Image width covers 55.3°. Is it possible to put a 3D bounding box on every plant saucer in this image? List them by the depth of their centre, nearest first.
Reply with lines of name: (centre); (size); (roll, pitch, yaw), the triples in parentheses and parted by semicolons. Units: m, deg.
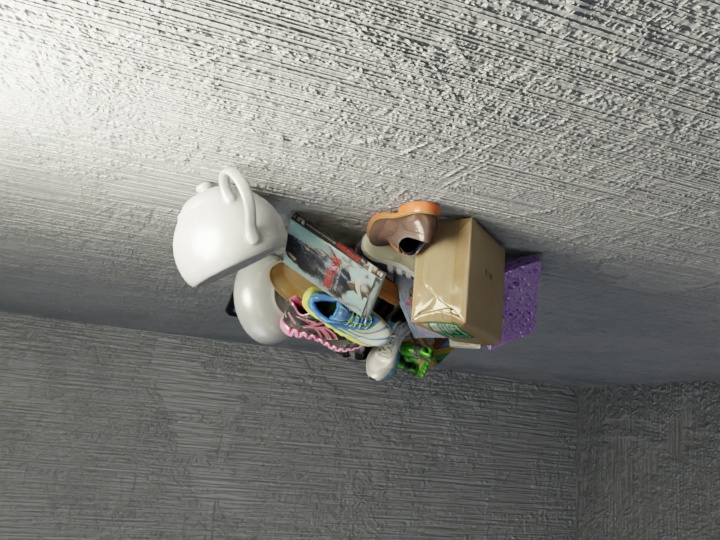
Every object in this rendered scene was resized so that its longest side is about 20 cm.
plant saucer: (0.000, 0.000, 1.363); (0.199, 0.038, 0.200); (33, -177, -2)
plant saucer: (-0.091, 0.025, 1.416); (0.197, 0.036, 0.201); (14, 149, 9)

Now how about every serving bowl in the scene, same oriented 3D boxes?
serving bowl: (-0.185, 0.059, 1.508); (0.065, 0.203, 0.199); (-10, 161, 33)

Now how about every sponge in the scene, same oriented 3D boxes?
sponge: (0.305, 0.066, 1.387); (0.110, 0.030, 0.202); (-18, 130, -11)

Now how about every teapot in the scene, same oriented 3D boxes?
teapot: (-0.220, -0.073, 1.099); (0.198, 0.148, 0.197); (-24, -179, 14)

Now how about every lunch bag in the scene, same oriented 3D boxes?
lunch bag: (0.175, 0.044, 1.449); (0.167, 0.128, 0.201); (-3, 137, 26)

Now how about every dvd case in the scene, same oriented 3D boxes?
dvd case: (-0.052, -0.006, 1.256); (0.199, 0.022, 0.147); (33, 147, 9)

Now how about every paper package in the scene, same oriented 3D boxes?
paper package: (0.180, 0.024, 1.221); (0.102, 0.193, 0.200); (-3, 163, 28)

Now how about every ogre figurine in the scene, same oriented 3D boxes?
ogre figurine: (0.101, 0.199, 1.628); (0.119, 0.099, 0.200); (22, -179, 1)

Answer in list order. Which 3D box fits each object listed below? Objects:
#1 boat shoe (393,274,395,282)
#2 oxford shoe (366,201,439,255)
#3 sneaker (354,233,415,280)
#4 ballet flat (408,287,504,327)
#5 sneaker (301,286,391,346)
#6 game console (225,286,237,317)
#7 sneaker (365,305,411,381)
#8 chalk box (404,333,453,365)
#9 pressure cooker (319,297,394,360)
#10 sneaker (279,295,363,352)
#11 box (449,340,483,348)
boat shoe: (0.120, 0.046, 1.608); (0.074, 0.069, 0.200); (-1, 166, 25)
oxford shoe: (0.063, -0.060, 1.170); (0.070, 0.074, 0.200); (10, 166, -22)
sneaker: (0.078, -0.020, 1.337); (0.198, 0.076, 0.084); (24, 161, -21)
ballet flat: (0.192, 0.067, 1.350); (0.198, 0.063, 0.067); (28, -169, 0)
sneaker: (-0.026, 0.101, 1.355); (0.198, 0.077, 0.105); (25, -177, -7)
game console: (-0.206, 0.063, 1.701); (0.198, 0.120, 0.170); (15, 164, -37)
sneaker: (0.064, 0.146, 1.515); (0.074, 0.202, 0.087); (20, 162, 20)
chalk box: (0.192, 0.134, 1.743); (0.199, 0.125, 0.124); (-37, -170, -28)
pressure cooker: (-0.038, 0.090, 1.578); (0.198, 0.178, 0.179); (28, -153, 12)
sneaker: (-0.070, 0.103, 1.431); (0.197, 0.079, 0.096); (12, 124, 2)
box: (0.281, 0.113, 1.623); (0.077, 0.096, 0.199); (-1, -172, 31)
